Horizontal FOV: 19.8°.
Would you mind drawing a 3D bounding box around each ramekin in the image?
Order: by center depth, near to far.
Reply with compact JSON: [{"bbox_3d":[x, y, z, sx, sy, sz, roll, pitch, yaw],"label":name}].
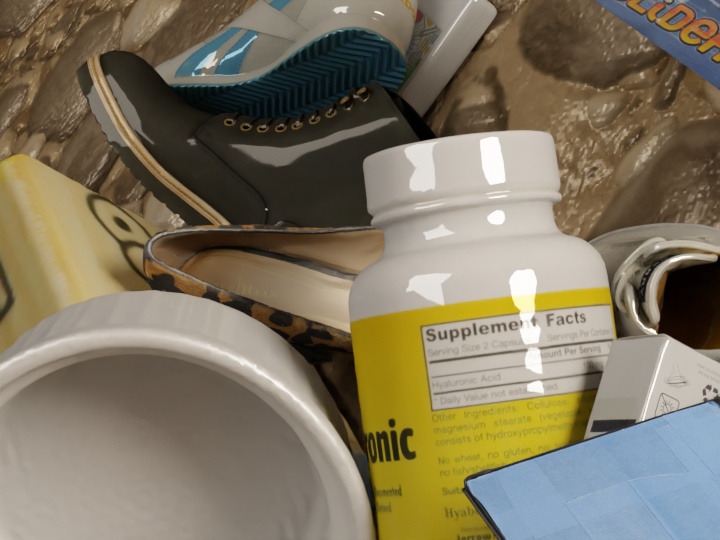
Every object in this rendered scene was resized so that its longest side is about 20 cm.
[{"bbox_3d":[-0.092,0.105,0.895,0.201,0.200,0.098,-51,10,15],"label":"ramekin"}]

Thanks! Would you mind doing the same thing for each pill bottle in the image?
[{"bbox_3d":[0.054,0.047,0.861,0.111,0.111,0.200,-12,83,49],"label":"pill bottle"}]

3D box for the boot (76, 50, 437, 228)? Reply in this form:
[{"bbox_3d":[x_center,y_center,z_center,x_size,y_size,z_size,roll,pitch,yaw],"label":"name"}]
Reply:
[{"bbox_3d":[-0.046,-0.077,1.122,0.138,0.200,0.077,-45,-6,15],"label":"boot"}]

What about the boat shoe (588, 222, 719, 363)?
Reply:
[{"bbox_3d":[0.142,0.012,0.871,0.200,0.070,0.071,22,84,56],"label":"boat shoe"}]

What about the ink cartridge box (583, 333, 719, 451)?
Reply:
[{"bbox_3d":[0.116,0.134,0.789,0.039,0.099,0.200,-10,57,57],"label":"ink cartridge box"}]

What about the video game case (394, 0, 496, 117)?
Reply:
[{"bbox_3d":[-0.021,-0.108,1.215,0.200,0.023,0.182,-54,34,11],"label":"video game case"}]

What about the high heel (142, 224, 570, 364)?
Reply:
[{"bbox_3d":[0.000,0.000,0.987,0.200,0.143,0.071,-15,62,33],"label":"high heel"}]

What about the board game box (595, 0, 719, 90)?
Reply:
[{"bbox_3d":[0.148,-0.137,0.853,0.034,0.200,0.135,-31,44,37],"label":"board game box"}]

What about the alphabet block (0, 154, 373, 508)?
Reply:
[{"bbox_3d":[-0.140,0.093,1.076,0.196,0.195,0.200,-50,34,13],"label":"alphabet block"}]

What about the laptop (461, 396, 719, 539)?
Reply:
[{"bbox_3d":[0.177,0.077,0.690,0.200,0.116,0.187,-48,54,15],"label":"laptop"}]

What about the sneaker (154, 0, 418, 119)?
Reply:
[{"bbox_3d":[-0.045,-0.122,1.181,0.200,0.077,0.081,-15,46,38],"label":"sneaker"}]
